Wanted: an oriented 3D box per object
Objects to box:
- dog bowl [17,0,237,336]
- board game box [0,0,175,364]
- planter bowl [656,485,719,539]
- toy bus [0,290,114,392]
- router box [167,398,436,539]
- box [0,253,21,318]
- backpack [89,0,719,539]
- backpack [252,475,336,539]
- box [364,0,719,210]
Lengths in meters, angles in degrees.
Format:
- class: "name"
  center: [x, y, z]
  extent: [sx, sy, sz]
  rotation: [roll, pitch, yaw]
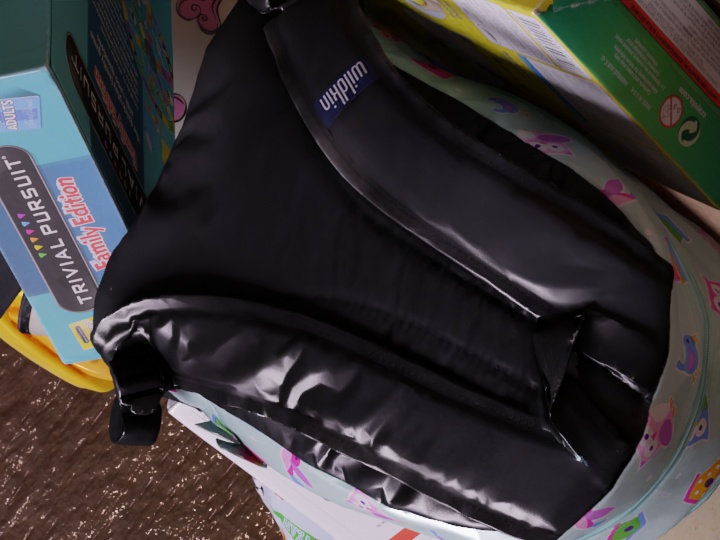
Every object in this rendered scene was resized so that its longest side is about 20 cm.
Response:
- class: "dog bowl"
  center: [-0.087, -0.049, 1.163]
  extent: [0.074, 0.201, 0.200]
  rotation: [23, 174, -1]
- class: "board game box"
  center: [-0.107, -0.093, 0.870]
  extent: [0.151, 0.047, 0.201]
  rotation: [70, -167, -52]
- class: "planter bowl"
  center: [0.167, 0.089, 0.898]
  extent: [0.135, 0.200, 0.200]
  rotation: [63, -178, 18]
- class: "toy bus"
  center: [-0.086, -0.025, 1.318]
  extent: [0.192, 0.200, 0.136]
  rotation: [19, 163, 45]
- class: "router box"
  center: [0.050, 0.041, 1.046]
  extent: [0.179, 0.200, 0.049]
  rotation: [39, -152, -21]
- class: "box"
  center: [-0.188, -0.097, 1.261]
  extent: [0.106, 0.200, 0.122]
  rotation: [30, 171, 45]
- class: "backpack"
  center: [0.029, 0.008, 0.791]
  extent: [0.200, 0.167, 0.126]
  rotation: [28, -168, 30]
- class: "backpack"
  center: [0.024, 0.071, 1.304]
  extent: [0.154, 0.200, 0.191]
  rotation: [53, -161, -4]
- class: "box"
  center: [0.036, -0.093, 0.814]
  extent: [0.200, 0.048, 0.117]
  rotation: [26, 169, 48]
